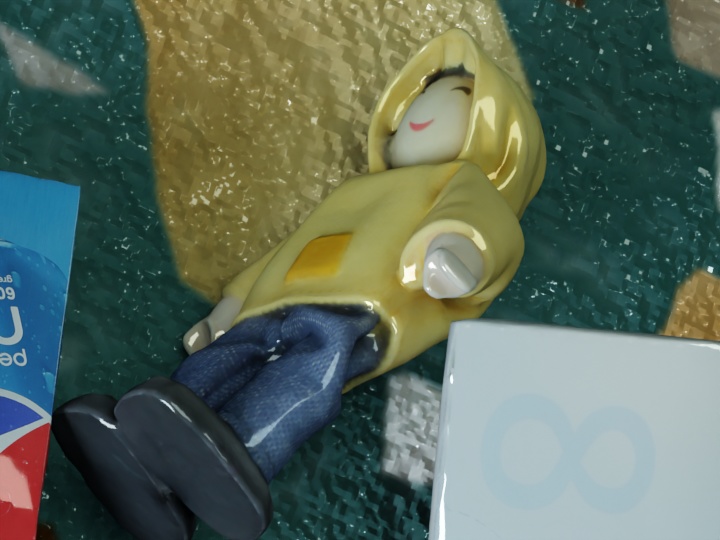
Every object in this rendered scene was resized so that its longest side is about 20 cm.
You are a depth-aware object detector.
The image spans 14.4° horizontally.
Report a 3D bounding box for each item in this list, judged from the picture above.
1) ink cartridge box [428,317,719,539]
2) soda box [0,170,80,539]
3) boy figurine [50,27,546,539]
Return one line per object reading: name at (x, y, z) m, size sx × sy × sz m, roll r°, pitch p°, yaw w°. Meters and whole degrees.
ink cartridge box at (0.117, 0.101, 0.804) m, size 0.200 × 0.047 × 0.160 m, roll 5°, pitch 90°, yaw 9°
soda box at (-0.129, 0.072, 0.825) m, size 0.064 × 0.068 × 0.200 m, roll 11°, pitch 69°, yaw -16°
boy figurine at (0.000, 0.000, 0.866) m, size 0.064 × 0.124 × 0.200 m, roll 53°, pitch 56°, yaw -17°
